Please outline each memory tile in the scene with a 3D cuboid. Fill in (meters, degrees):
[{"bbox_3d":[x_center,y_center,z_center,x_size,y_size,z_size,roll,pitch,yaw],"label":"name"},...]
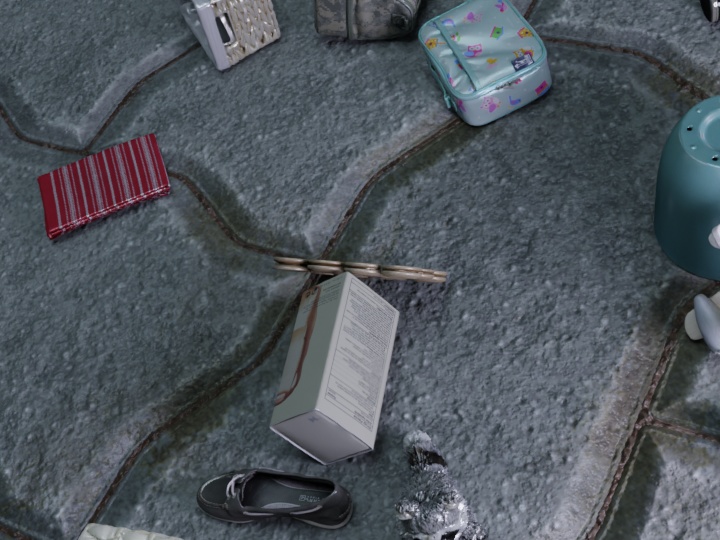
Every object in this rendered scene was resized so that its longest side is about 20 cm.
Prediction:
[{"bbox_3d":[0.000,0.000,1.609,0.198,0.153,0.017,5,89,21],"label":"memory tile"}]

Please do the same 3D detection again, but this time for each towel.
[{"bbox_3d":[-0.391,-0.129,1.911,0.198,0.023,0.145,-22,46,-3],"label":"towel"}]

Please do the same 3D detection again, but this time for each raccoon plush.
[{"bbox_3d":[0.061,0.237,1.384,0.096,0.135,0.201,-28,49,-5],"label":"raccoon plush"}]

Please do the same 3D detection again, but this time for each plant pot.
[{"bbox_3d":[0.454,-0.116,1.539,0.198,0.162,0.202,-9,48,10],"label":"plant pot"}]

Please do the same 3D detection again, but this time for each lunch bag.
[{"bbox_3d":[0.178,-0.309,1.843,0.159,0.077,0.201,-24,48,-3],"label":"lunch bag"},{"bbox_3d":[0.026,-0.465,1.991,0.166,0.140,0.202,12,54,6],"label":"lunch bag"}]

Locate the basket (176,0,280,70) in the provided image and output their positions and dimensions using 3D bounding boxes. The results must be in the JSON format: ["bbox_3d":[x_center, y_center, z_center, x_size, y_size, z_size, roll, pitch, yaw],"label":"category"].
[{"bbox_3d":[-0.227,-0.446,2.049,0.122,0.136,0.201,-27,49,-9],"label":"basket"}]

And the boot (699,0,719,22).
[{"bbox_3d":[0.570,-0.450,1.842,0.152,0.074,0.205,-2,52,12],"label":"boot"}]

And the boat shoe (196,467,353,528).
[{"bbox_3d":[-0.105,0.258,1.472,0.197,0.057,0.067,2,52,19],"label":"boat shoe"}]

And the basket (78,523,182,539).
[{"bbox_3d":[-0.224,0.368,1.364,0.198,0.124,0.137,4,52,22],"label":"basket"}]

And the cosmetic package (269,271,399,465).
[{"bbox_3d":[-0.029,0.117,1.523,0.087,0.103,0.202,-24,38,38],"label":"cosmetic package"}]

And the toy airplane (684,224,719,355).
[{"bbox_3d":[0.452,0.028,1.393,0.198,0.202,0.141,20,47,31],"label":"toy airplane"}]
